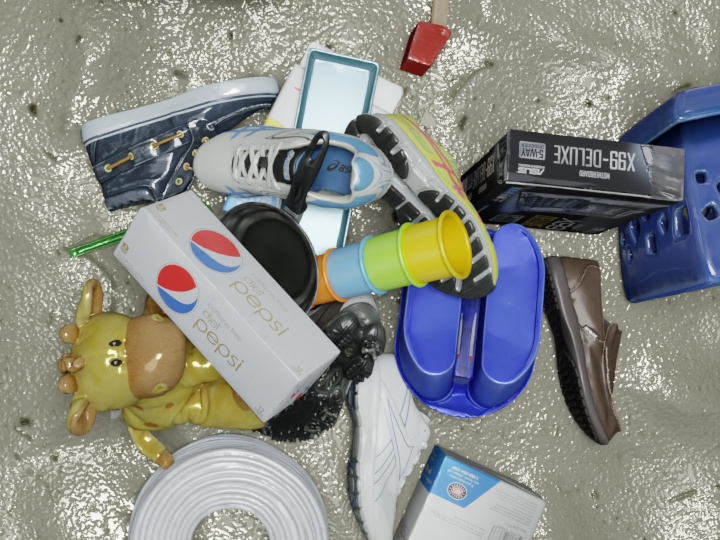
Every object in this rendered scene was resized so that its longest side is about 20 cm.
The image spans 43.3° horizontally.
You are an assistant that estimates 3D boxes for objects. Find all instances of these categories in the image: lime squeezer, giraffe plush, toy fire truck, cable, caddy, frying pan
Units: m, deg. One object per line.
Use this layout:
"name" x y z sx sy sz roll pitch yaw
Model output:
"lime squeezer" -0.188 -0.038 0.893 0.199 0.071 0.038 -5 132 22
"giraffe plush" -0.191 0.079 0.818 0.200 0.162 0.173 -32 65 9
"toy fire truck" 0.043 -0.316 0.920 0.140 0.049 0.201 20 87 -6
"cable" -0.130 0.266 0.893 0.200 0.069 0.200 -39 94 -4
"caddy" 0.108 0.042 0.895 0.141 0.105 0.201 8 71 3
"frying pan" -0.078 -0.041 0.786 0.115 0.031 0.191 17 114 25

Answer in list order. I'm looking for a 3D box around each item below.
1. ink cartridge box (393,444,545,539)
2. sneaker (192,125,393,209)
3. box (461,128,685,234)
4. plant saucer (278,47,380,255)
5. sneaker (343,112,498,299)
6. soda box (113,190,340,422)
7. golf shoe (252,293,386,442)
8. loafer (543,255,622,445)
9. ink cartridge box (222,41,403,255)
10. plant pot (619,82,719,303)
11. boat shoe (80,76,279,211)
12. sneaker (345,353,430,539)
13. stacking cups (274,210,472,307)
"ink cartridge box" 0.090 0.294 0.916 0.116 0.067 0.201 25 88 -5
"sneaker" -0.069 -0.096 0.810 0.199 0.072 0.072 7 90 25
"box" 0.188 -0.078 0.860 0.157 0.200 0.050 6 83 -6
"plant saucer" -0.034 -0.104 0.860 0.070 0.019 0.201 11 90 -6
"sneaker" 0.072 -0.068 0.840 0.078 0.090 0.200 -33 89 37
"soda box" -0.115 0.027 0.777 0.200 0.068 0.064 46 124 9
"golf shoe" -0.041 0.092 0.889 0.078 0.095 0.200 30 124 -22
"loafer" 0.239 0.078 0.927 0.071 0.073 0.201 -13 91 -5
"ink cartridge box" -0.042 -0.122 0.902 0.115 0.068 0.201 26 88 -6
"plant pot" 0.363 -0.081 0.884 0.199 0.200 0.181 -12 84 -6
"boat shoe" -0.167 -0.124 0.893 0.199 0.071 0.091 -17 93 1
"sneaker" 0.029 0.179 0.910 0.087 0.074 0.201 1 91 -11
"stacking cups" 0.000 0.000 0.812 0.199 0.060 0.061 -15 92 32
